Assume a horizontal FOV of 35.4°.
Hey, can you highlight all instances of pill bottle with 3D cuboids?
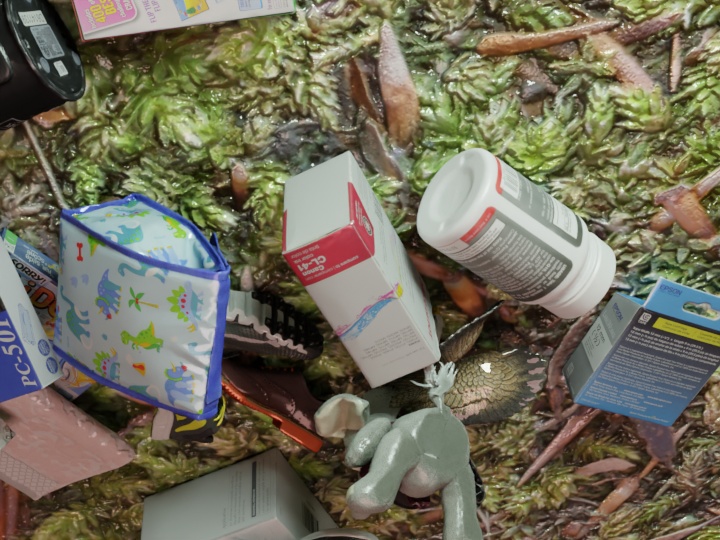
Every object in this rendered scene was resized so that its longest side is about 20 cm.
[{"bbox_3d":[0.168,-0.034,1.199,0.200,0.114,0.114,31,119,-27],"label":"pill bottle"}]

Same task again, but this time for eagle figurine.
[{"bbox_3d":[0.090,0.107,1.284,0.200,0.152,0.151,-1,97,34],"label":"eagle figurine"}]

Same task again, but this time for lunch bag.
[{"bbox_3d":[-0.208,0.037,1.143,0.127,0.200,0.170,-19,127,-44],"label":"lunch bag"}]

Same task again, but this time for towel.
[{"bbox_3d":[-0.403,0.199,1.354,0.191,0.032,0.200,-26,128,30],"label":"towel"}]

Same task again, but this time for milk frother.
[{"bbox_3d":[-0.384,-0.210,1.007,0.188,0.180,0.200,-23,84,12],"label":"milk frother"}]

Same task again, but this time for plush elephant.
[{"bbox_3d":[0.033,0.203,1.206,0.165,0.200,0.155,24,149,-27],"label":"plush elephant"}]

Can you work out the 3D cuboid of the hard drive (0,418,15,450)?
[{"bbox_3d":[-0.489,0.155,1.224,0.200,0.140,0.038,47,123,-8],"label":"hard drive"}]

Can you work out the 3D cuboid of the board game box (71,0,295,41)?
[{"bbox_3d":[-0.167,-0.293,1.004,0.200,0.040,0.153,-7,129,0],"label":"board game box"}]

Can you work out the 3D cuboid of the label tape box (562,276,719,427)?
[{"bbox_3d":[0.355,0.086,1.347,0.143,0.066,0.200,16,123,-18],"label":"label tape box"}]

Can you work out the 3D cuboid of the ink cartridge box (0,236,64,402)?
[{"bbox_3d":[-0.396,0.038,1.177,0.094,0.044,0.200,-18,100,22],"label":"ink cartridge box"}]

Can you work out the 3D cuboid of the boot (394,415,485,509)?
[{"bbox_3d":[0.084,0.252,1.380,0.069,0.174,0.200,-45,129,-22],"label":"boot"}]

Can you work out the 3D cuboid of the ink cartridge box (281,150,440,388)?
[{"bbox_3d":[0.000,0.000,1.178,0.086,0.148,0.200,-23,122,12],"label":"ink cartridge box"}]

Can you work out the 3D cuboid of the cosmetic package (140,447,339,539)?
[{"bbox_3d":[-0.153,0.366,1.480,0.200,0.123,0.199,-22,127,13],"label":"cosmetic package"}]

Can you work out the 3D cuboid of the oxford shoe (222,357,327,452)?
[{"bbox_3d":[-0.113,0.136,1.350,0.200,0.071,0.073,38,83,-22],"label":"oxford shoe"}]

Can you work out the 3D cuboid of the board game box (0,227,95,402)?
[{"bbox_3d":[-0.360,0.055,1.265,0.135,0.034,0.200,-38,123,22],"label":"board game box"}]

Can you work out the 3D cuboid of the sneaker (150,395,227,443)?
[{"bbox_3d":[-0.191,0.146,1.308,0.085,0.075,0.200,12,152,-10],"label":"sneaker"}]

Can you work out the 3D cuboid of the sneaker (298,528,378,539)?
[{"bbox_3d":[-0.068,0.377,1.361,0.200,0.099,0.071,-11,125,-5],"label":"sneaker"}]

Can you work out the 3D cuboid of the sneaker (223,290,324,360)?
[{"bbox_3d":[-0.142,0.066,1.281,0.200,0.066,0.091,21,126,-17],"label":"sneaker"}]
